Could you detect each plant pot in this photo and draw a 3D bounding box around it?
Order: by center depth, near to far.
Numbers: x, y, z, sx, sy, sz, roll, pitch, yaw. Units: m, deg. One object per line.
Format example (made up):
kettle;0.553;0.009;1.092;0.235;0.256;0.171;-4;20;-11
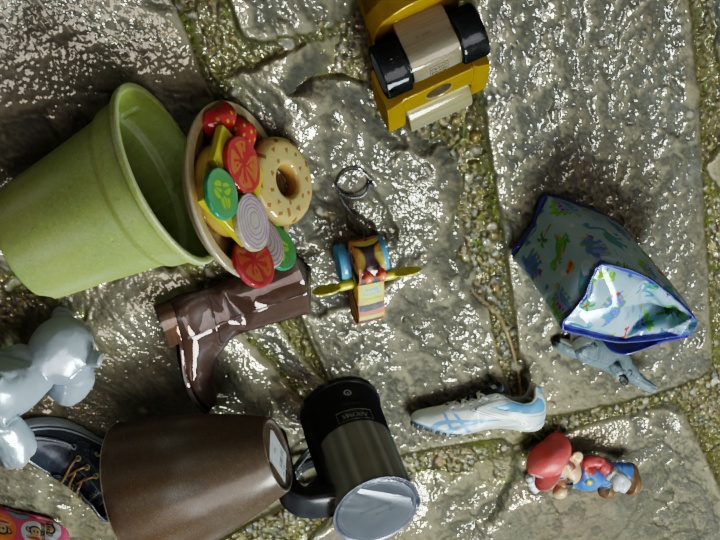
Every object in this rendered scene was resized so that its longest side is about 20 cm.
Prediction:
plant pot;-0.276;-0.065;1.213;0.182;0.202;0.201;-23;130;14
plant pot;-0.191;0.254;1.435;0.197;0.189;0.188;-17;130;11

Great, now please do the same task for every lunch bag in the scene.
lunch bag;0.316;0.009;1.471;0.197;0.171;0.129;12;120;-28
lunch bag;-0.501;0.395;1.529;0.198;0.082;0.177;21;120;-29

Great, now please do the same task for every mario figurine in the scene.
mario figurine;0.330;0.321;1.748;0.198;0.107;0.124;18;120;-31

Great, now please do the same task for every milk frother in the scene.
milk frother;-0.023;0.289;1.545;0.178;0.189;0.202;-19;129;-4

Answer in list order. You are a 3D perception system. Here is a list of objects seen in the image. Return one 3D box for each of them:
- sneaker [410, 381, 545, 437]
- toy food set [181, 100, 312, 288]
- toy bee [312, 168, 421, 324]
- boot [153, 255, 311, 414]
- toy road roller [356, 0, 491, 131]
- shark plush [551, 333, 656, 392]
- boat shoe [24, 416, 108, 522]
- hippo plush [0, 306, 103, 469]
sneaker;0.165;0.195;1.630;0.196;0.072;0.074;-4;92;-9
toy food set;-0.122;-0.084;1.243;0.048;0.201;0.200;-10;143;27
toy bee;0.000;0.000;1.395;0.130;0.109;0.201;-28;129;5
boot;-0.137;0.077;1.437;0.197;0.064;0.188;-23;131;-9
toy road roller;0.058;-0.253;1.242;0.121;0.148;0.200;-23;167;-1
shark plush;0.348;0.135;1.630;0.090;0.084;0.200;-36;128;9
boat shoe;-0.353;0.255;1.466;0.198;0.091;0.071;26;114;-32
hippo plush;-0.394;0.106;1.338;0.160;0.159;0.202;-38;152;-29
